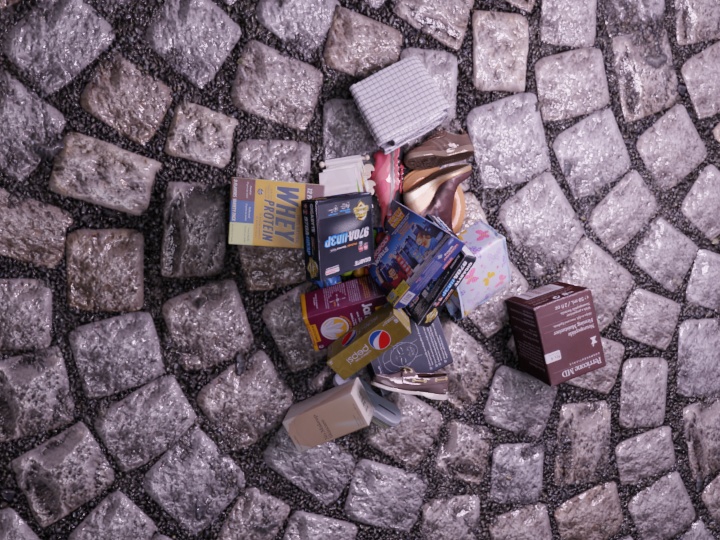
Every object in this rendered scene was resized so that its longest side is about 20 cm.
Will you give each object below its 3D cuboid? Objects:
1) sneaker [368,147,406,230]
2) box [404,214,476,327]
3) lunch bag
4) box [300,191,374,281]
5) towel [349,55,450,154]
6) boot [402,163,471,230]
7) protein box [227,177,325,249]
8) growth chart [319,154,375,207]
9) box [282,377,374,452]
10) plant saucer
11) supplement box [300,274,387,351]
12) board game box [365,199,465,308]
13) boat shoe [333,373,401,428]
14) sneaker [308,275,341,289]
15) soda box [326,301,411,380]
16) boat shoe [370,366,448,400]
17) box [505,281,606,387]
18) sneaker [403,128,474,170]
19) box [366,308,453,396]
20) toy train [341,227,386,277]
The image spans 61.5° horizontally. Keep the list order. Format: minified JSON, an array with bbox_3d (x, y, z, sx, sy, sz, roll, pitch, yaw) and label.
[{"bbox_3d":[0.059,-0.195,1.455,0.084,0.073,0.206,2,81,23],"label":"sneaker"},{"bbox_3d":[0.156,0.000,1.389,0.045,0.160,0.202,10,121,-41],"label":"box"},{"bbox_3d":[0.272,0.008,1.493,0.168,0.127,0.203,-33,131,-11],"label":"lunch bag"},{"bbox_3d":[-0.044,-0.078,1.283,0.198,0.045,0.164,-17,109,-53],"label":"box"},{"bbox_3d":[0.089,-0.384,1.421,0.197,0.086,0.168,-29,80,-9],"label":"towel"},{"bbox_3d":[0.202,-0.149,1.471,0.197,0.072,0.170,-28,112,-10],"label":"boot"},{"bbox_3d":[-0.192,-0.123,1.342,0.194,0.198,0.139,3,94,-13],"label":"protein box"},{"bbox_3d":[-0.034,-0.181,1.420,0.140,0.018,0.206,-1,70,-1],"label":"growth chart"},{"bbox_3d":[-0.075,0.342,1.429,0.197,0.078,0.096,-28,100,19],"label":"box"},{"bbox_3d":[0.173,-0.156,1.504,0.194,0.037,0.207,-1,96,-13],"label":"plant saucer"},{"bbox_3d":[-0.031,0.096,1.406,0.195,0.087,0.112,-16,128,1],"label":"supplement box"},{"bbox_3d":[0.103,-0.052,1.354,0.061,0.201,0.201,22,114,-45],"label":"board game box"},{"bbox_3d":[0.009,0.327,1.494,0.198,0.062,0.072,37,42,-1],"label":"boat shoe"},{"bbox_3d":[-0.094,-0.016,1.441,0.076,0.066,0.206,-12,99,-5],"label":"sneaker"},{"bbox_3d":[0.017,0.156,1.359,0.198,0.064,0.068,-37,113,17],"label":"soda box"},{"bbox_3d":[0.116,0.255,1.401,0.195,0.072,0.061,13,88,-19],"label":"boat shoe"},{"bbox_3d":[0.492,0.154,1.536,0.162,0.164,0.205,-17,98,-10],"label":"box"},{"bbox_3d":[0.184,-0.300,1.480,0.195,0.071,0.077,-11,71,-25],"label":"sneaker"},{"bbox_3d":[0.104,0.186,1.481,0.196,0.107,0.152,-23,100,-10],"label":"box"},{"bbox_3d":[0.000,0.000,1.441,0.113,0.084,0.206,-1,95,-29],"label":"toy train"}]
